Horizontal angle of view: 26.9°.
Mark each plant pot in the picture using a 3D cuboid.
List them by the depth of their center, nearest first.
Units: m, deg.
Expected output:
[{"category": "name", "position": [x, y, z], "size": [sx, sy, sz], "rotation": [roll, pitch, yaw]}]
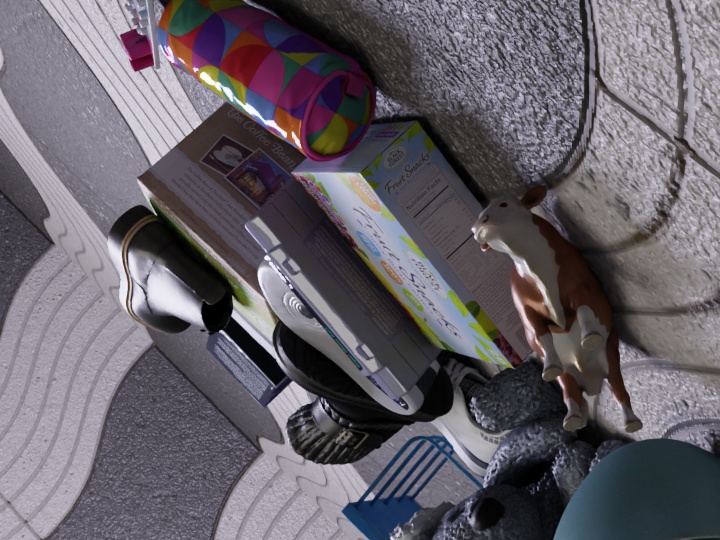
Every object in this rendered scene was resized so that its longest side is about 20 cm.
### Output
[{"category": "plant pot", "position": [0.226, 0.205, 1.112], "size": [0.135, 0.199, 0.200], "rotation": [-96, -19, -47]}]

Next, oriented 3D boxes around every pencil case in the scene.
[{"category": "pencil case", "position": [-0.076, -0.162, 1.172], "size": [0.200, 0.088, 0.088], "rotation": [38, 164, 33]}]

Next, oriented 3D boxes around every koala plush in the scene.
[{"category": "koala plush", "position": [0.140, 0.224, 1.338], "size": [0.177, 0.200, 0.184], "rotation": [40, 165, 28]}]

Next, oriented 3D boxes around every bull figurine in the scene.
[{"category": "bull figurine", "position": [0.140, 0.032, 1.050], "size": [0.200, 0.065, 0.122], "rotation": [51, -159, -46]}]

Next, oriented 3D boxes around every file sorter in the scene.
[{"category": "file sorter", "position": [0.097, 0.253, 1.584], "size": [0.139, 0.123, 0.200], "rotation": [42, -171, 19]}]

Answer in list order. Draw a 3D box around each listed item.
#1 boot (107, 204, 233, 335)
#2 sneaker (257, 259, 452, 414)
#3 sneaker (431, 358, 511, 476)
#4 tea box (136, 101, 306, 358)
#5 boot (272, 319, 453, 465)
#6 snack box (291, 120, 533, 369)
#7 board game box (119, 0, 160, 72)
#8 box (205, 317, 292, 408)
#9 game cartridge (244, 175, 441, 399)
[{"category": "boot", "position": [-0.173, 0.038, 1.494], "size": [0.138, 0.077, 0.200], "rotation": [38, 165, 25]}, {"category": "sneaker", "position": [0.002, 0.027, 1.356], "size": [0.200, 0.112, 0.073], "rotation": [46, 150, -21]}, {"category": "sneaker", "position": [0.087, 0.115, 1.505], "size": [0.200, 0.076, 0.081], "rotation": [38, 152, 20]}, {"category": "tea box", "position": [-0.089, -0.027, 1.480], "size": [0.200, 0.134, 0.197], "rotation": [41, 164, 27]}, {"category": "boot", "position": [-0.032, 0.120, 1.449], "size": [0.211, 0.080, 0.158], "rotation": [28, 143, -30]}, {"category": "snack box", "position": [0.051, -0.023, 1.200], "size": [0.200, 0.068, 0.169], "rotation": [50, 167, -17]}, {"category": "board game box", "position": [-0.213, -0.283, 1.220], "size": [0.200, 0.026, 0.201], "rotation": [109, 139, -75]}, {"category": "box", "position": [-0.086, 0.060, 1.697], "size": [0.104, 0.148, 0.200], "rotation": [46, 168, 3]}, {"category": "game cartridge", "position": [0.000, 0.000, 1.300], "size": [0.200, 0.130, 0.038], "rotation": [50, 144, -9]}]
